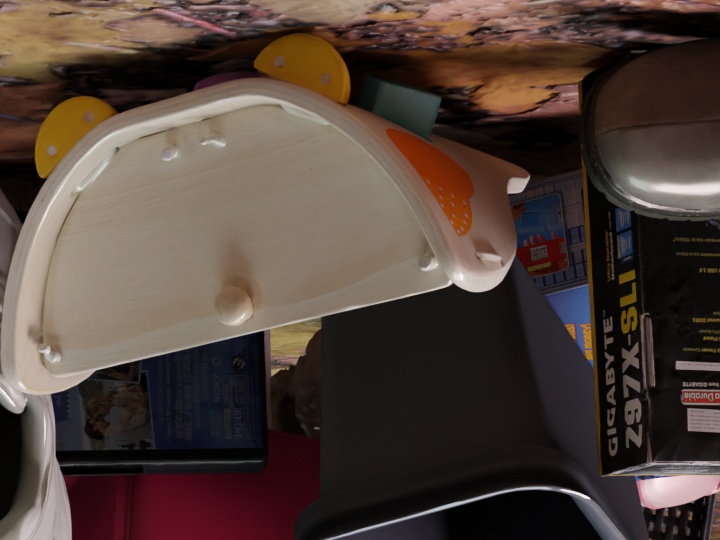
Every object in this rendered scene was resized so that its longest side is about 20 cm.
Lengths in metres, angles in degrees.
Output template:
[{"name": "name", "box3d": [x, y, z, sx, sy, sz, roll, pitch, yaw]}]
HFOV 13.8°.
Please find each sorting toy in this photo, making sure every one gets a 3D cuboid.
[{"name": "sorting toy", "box3d": [-0.021, -0.027, 1.175, 0.200, 0.107, 0.180, -14, 176, 26]}]

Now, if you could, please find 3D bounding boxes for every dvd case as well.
[{"name": "dvd case", "box3d": [-0.141, 0.021, 1.271, 0.200, 0.143, 0.018, -1, 154, -5]}]

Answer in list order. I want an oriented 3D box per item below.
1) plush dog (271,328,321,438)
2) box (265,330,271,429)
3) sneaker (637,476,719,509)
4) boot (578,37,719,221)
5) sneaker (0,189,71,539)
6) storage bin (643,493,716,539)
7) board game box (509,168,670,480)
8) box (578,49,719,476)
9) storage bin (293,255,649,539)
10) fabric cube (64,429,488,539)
[{"name": "plush dog", "box3d": [-0.007, 0.088, 1.520, 0.160, 0.200, 0.172, 8, 131, -35]}, {"name": "box", "box3d": [-0.179, 0.051, 1.463, 0.200, 0.131, 0.199, 8, 166, -44]}, {"name": "sneaker", "box3d": [0.229, 0.067, 1.514, 0.200, 0.075, 0.105, -33, -140, -26]}, {"name": "boot", "box3d": [0.188, -0.071, 1.062, 0.200, 0.068, 0.131, -5, 168, -24]}, {"name": "sneaker", "box3d": [-0.155, 0.034, 1.191, 0.078, 0.200, 0.099, -13, 166, -10]}, {"name": "storage bin", "box3d": [0.132, 0.110, 1.608, 0.094, 0.200, 0.135, 6, 174, 24]}, {"name": "board game box", "box3d": [0.110, 0.020, 1.291, 0.199, 0.062, 0.200, -6, 146, 3]}, {"name": "box", "box3d": [0.186, 0.000, 1.152, 0.200, 0.160, 0.049, 1, 171, -21]}, {"name": "storage bin", "box3d": [0.045, 0.089, 1.210, 0.145, 0.135, 0.200, -17, 143, 16]}, {"name": "fabric cube", "box3d": [-0.047, 0.195, 1.336, 0.199, 0.197, 0.200, 12, 152, -19]}]
